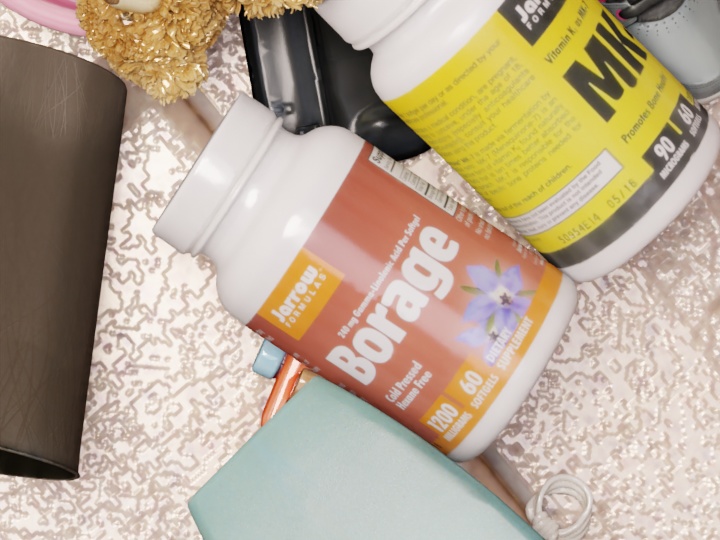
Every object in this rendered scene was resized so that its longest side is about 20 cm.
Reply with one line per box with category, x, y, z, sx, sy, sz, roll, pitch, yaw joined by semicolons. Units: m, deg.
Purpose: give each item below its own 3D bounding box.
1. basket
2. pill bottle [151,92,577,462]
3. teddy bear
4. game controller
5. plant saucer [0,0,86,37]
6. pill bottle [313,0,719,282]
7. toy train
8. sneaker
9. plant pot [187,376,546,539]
basket;-0.190;-0.008;1.429;0.135;0.180;0.201;18;79;-32
pill bottle;0.000;0.000;1.443;0.199;0.112;0.113;33;87;-4
teddy bear;-0.063;-0.178;1.392;0.199;0.067;0.146;-29;82;10
game controller;-0.014;-0.153;1.501;0.104;0.042;0.201;-10;91;-19
plant saucer;-0.122;-0.218;1.463;0.199;0.051;0.202;0;92;12
pill bottle;0.077;-0.100;1.448;0.200;0.114;0.114;43;87;-14
toy train;0.019;0.120;1.487;0.199;0.056;0.151;28;88;-3
sneaker;0.136;-0.174;1.465;0.083;0.121;0.200;-37;92;-4
plant pot;0.019;0.156;1.397;0.141;0.141;0.200;-44;80;-3
